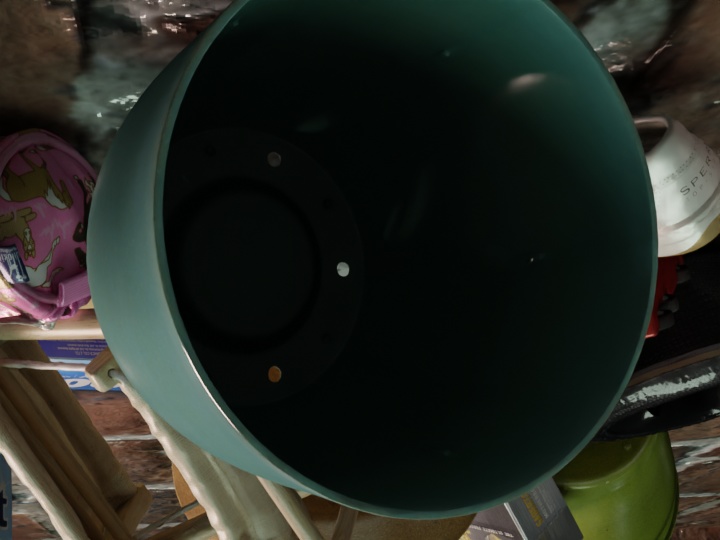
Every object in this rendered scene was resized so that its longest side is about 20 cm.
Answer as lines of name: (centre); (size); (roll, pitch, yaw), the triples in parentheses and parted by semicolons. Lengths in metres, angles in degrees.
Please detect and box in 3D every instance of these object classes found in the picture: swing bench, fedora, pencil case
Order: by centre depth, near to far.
pencil case: (-0.215, -0.007, 0.730); (0.200, 0.087, 0.083); (-10, 142, 32)
swing bench: (-0.111, 0.079, 0.793); (0.200, 0.130, 0.199); (-16, 121, 26)
fedora: (0.206, 0.043, 0.962); (0.200, 0.092, 0.201); (-15, 164, -4)

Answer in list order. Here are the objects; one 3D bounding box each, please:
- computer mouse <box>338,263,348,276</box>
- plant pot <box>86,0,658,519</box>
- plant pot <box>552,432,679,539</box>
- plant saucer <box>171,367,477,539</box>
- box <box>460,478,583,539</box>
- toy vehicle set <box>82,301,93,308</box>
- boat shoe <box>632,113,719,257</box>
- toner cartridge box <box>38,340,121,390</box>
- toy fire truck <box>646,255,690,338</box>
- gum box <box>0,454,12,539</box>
computer mouse: (0.000, 0.000, 0.883); (0.110, 0.044, 0.200); (-25, 155, 32)
plant pot: (-0.015, -0.010, 0.586); (0.200, 0.201, 0.161); (6, 173, -29)
plant pot: (0.160, 0.140, 1.196); (0.200, 0.201, 0.193); (-4, 153, 3)
plant saucer: (-0.018, 0.103, 0.939); (0.200, 0.200, 0.035); (-2, 138, -3)
box: (0.052, 0.139, 1.122); (0.048, 0.159, 0.200); (-41, -155, -28)
toy vehicle set: (-0.128, 0.015, 0.946); (0.200, 0.027, 0.124); (6, 162, -31)
boat shoe: (0.075, -0.046, 0.710); (0.200, 0.071, 0.069); (-6, 140, 40)
toner cartridge box: (-0.221, 0.050, 1.025); (0.200, 0.043, 0.095); (4, 162, -22)
toy fire truck: (0.089, 0.012, 0.778); (0.141, 0.049, 0.200); (-11, -169, 20)
gum box: (-0.323, 0.177, 1.168); (0.044, 0.200, 0.170); (-7, 165, 11)
